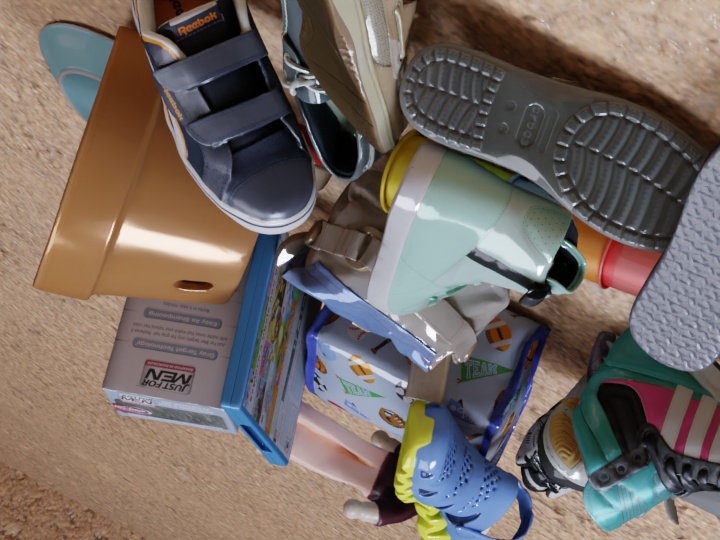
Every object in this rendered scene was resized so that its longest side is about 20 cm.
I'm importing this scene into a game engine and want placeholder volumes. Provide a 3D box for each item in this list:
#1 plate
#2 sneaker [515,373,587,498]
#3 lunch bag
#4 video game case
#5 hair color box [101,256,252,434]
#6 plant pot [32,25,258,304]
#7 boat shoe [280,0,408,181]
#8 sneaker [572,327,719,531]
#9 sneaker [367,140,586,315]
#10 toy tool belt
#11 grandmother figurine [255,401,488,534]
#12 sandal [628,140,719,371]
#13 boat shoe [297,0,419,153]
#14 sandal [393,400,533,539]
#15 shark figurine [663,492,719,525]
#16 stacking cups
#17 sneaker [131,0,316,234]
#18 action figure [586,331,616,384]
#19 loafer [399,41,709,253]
[{"bbox_3d":[-0.181,-0.125,1.522,0.200,0.026,0.200,29,162,10],"label":"plate"},{"bbox_3d":[0.155,0.140,1.391,0.076,0.088,0.200,47,-165,6],"label":"sneaker"},{"bbox_3d":[0.049,0.082,1.511,0.170,0.124,0.200,28,155,11],"label":"lunch bag"},{"bbox_3d":[-0.065,0.059,1.432,0.018,0.144,0.200,9,164,10],"label":"video game case"},{"bbox_3d":[-0.125,0.018,1.477,0.099,0.201,0.061,9,157,10],"label":"hair color box"},{"bbox_3d":[-0.142,-0.062,1.379,0.140,0.201,0.200,18,165,-10],"label":"plant pot"},{"bbox_3d":[-0.015,-0.123,1.174,0.073,0.062,0.200,26,161,23],"label":"boat shoe"},{"bbox_3d":[0.196,0.122,1.138,0.084,0.121,0.200,39,-173,-48],"label":"sneaker"},{"bbox_3d":[0.072,0.000,1.152,0.118,0.074,0.201,26,162,6],"label":"sneaker"},{"bbox_3d":[0.000,0.000,1.317,0.200,0.123,0.125,33,-162,-1],"label":"toy tool belt"},{"bbox_3d":[0.016,0.166,1.542,0.199,0.121,0.061,25,131,3],"label":"grandmother figurine"},{"bbox_3d":[0.203,-0.025,1.009,0.076,0.043,0.200,36,137,3],"label":"sandal"},{"bbox_3d":[0.004,-0.143,1.070,0.072,0.065,0.200,45,165,34],"label":"boat shoe"},{"bbox_3d":[0.078,0.154,1.400,0.087,0.080,0.200,7,158,18],"label":"sandal"},{"bbox_3d":[0.262,0.169,1.343,0.128,0.090,0.214,-3,178,-35],"label":"shark figurine"},{"bbox_3d":[0.113,-0.032,1.216,0.199,0.061,0.061,22,159,21],"label":"stacking cups"},{"bbox_3d":[-0.091,-0.119,1.194,0.200,0.078,0.079,60,167,13],"label":"sneaker"},{"bbox_3d":[0.222,0.090,1.286,0.130,0.070,0.200,22,176,-18],"label":"action figure"},{"bbox_3d":[0.121,-0.076,1.076,0.200,0.075,0.070,29,-164,7],"label":"loafer"}]
